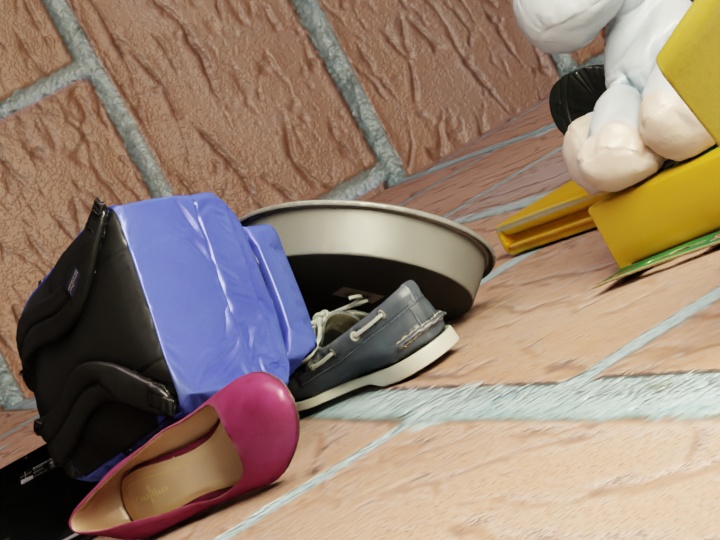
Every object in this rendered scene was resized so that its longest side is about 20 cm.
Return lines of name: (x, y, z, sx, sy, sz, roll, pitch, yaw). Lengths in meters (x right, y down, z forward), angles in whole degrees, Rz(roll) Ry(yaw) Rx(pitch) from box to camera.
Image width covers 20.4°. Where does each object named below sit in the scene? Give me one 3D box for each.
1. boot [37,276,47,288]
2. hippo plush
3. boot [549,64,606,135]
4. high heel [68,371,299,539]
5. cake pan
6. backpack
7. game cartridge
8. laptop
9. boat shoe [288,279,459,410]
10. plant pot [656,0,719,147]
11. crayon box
boot: (-0.177, 0.020, 1.580, 0.149, 0.074, 0.200, -16, 4, -13)
hippo plush: (0.191, -0.160, 1.291, 0.199, 0.162, 0.159, -31, 5, -21)
boot: (0.288, -0.170, 1.794, 0.162, 0.074, 0.197, -22, 8, -41)
high heel: (-0.109, 0.124, 1.248, 0.096, 0.068, 0.200, -20, -16, -34)
cake pan: (0.000, 0.000, 1.476, 0.198, 0.037, 0.200, 5, -18, 2)
backpack: (-0.138, 0.059, 1.393, 0.167, 0.164, 0.200, -1, -24, -38)
game cartridge: (0.232, -0.082, 1.666, 0.199, 0.033, 0.176, -29, 4, -28)
laptop: (-0.203, 0.182, 1.546, 0.186, 0.116, 0.200, -29, 33, 1)
boat shoe: (-0.009, 0.054, 1.427, 0.075, 0.062, 0.200, -34, 6, -31)
plant pot: (0.251, -0.107, 0.927, 0.176, 0.200, 0.200, -39, 1, 20)
crayon box: (0.236, -0.063, 1.297, 0.127, 0.051, 0.200, -23, 8, 46)
